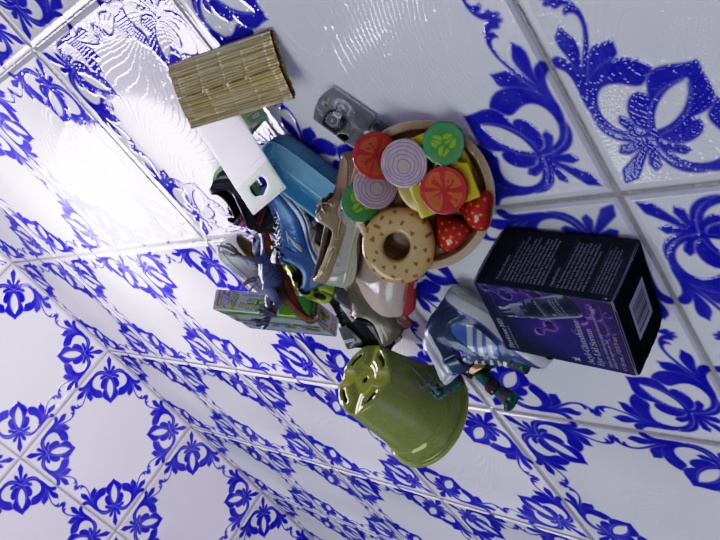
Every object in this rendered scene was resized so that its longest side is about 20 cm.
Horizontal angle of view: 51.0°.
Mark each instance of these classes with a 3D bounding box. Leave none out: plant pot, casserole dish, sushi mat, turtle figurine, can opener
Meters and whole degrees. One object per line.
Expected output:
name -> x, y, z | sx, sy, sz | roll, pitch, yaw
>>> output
plant pot -> 0.065, 0.232, 1.381 | 0.183, 0.203, 0.199 | 34, 157, -32
casserole dish -> -0.078, -0.141, 1.183 | 0.199, 0.039, 0.121 | 36, 152, -2
sushi mat -> -0.184, -0.264, 1.054 | 0.197, 0.012, 0.097 | -7, 112, 32
turtle figurine -> 0.185, 0.151, 1.282 | 0.198, 0.100, 0.152 | 22, 110, 31
can opener -> 0.024, -0.174, 1.021 | 0.199, 0.054, 0.067 | 35, -175, 1

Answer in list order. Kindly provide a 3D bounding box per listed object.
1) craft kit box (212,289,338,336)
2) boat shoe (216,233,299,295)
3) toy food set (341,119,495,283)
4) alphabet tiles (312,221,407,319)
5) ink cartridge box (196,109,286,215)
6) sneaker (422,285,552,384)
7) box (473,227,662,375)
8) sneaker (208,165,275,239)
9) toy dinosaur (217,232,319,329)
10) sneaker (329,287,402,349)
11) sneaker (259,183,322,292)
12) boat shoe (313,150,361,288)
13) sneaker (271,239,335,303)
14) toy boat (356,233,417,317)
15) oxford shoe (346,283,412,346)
craft kit box -> -0.162, 0.086, 1.493 | 0.196, 0.049, 0.197 | 4, 169, 14
boat shoe -> -0.188, -0.004, 1.494 | 0.069, 0.072, 0.199 | -32, 119, 35
toy food set -> 0.073, -0.094, 0.967 | 0.197, 0.049, 0.201 | -20, 100, 20
alphabet tiles -> 0.000, 0.000, 1.237 | 0.199, 0.008, 0.167 | 42, -169, -11
ink cartridge box -> -0.182, -0.199, 1.153 | 0.201, 0.048, 0.145 | 55, 150, -6
sneaker -> 0.189, 0.133, 1.189 | 0.199, 0.080, 0.148 | 34, 115, 20
box -> 0.272, 0.037, 0.990 | 0.198, 0.105, 0.149 | 7, 142, 42
sneaker -> -0.188, -0.096, 1.329 | 0.200, 0.084, 0.076 | 43, 153, -14
toy dinosaur -> -0.159, 0.010, 1.357 | 0.196, 0.184, 0.105 | 10, 151, -1
sneaker -> -0.013, 0.098, 1.425 | 0.200, 0.091, 0.066 | 43, 152, -14
sneaker -> -0.120, -0.053, 1.271 | 0.202, 0.088, 0.078 | 61, 169, -9
boat shoe -> -0.033, -0.073, 1.091 | 0.065, 0.204, 0.074 | 3, -171, -15
sneaker -> -0.102, 0.001, 1.393 | 0.199, 0.075, 0.083 | 36, -179, 43
toy boat -> 0.070, -0.031, 1.105 | 0.131, 0.129, 0.203 | 46, 133, 51
oxford shoe -> -0.001, 0.044, 1.305 | 0.200, 0.075, 0.070 | 46, 178, 21
